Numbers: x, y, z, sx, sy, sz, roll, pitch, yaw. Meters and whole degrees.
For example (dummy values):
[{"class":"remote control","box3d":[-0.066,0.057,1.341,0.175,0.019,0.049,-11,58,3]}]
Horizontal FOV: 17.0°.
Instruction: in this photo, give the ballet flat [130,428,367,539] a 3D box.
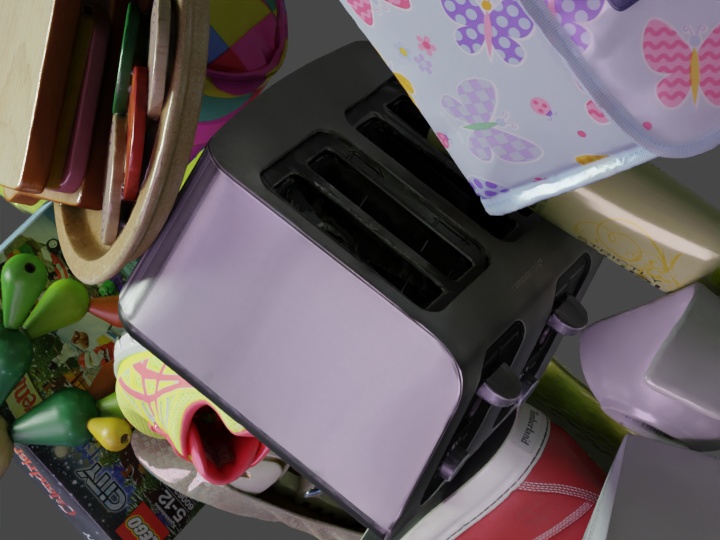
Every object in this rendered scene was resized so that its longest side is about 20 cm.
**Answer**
[{"class":"ballet flat","box3d":[-0.038,0.118,1.433,0.199,0.068,0.062,23,144,-19]}]

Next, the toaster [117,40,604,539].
[{"class":"toaster","box3d":[0.000,0.000,1.133,0.200,0.181,0.119,38,124,10]}]

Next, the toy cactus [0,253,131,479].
[{"class":"toy cactus","box3d":[-0.206,0.072,1.379,0.198,0.166,0.102,16,-163,-17]}]

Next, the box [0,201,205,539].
[{"class":"box","box3d":[-0.160,0.067,1.471,0.200,0.137,0.038,49,152,-11]}]

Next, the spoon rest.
[{"class":"spoon rest","box3d":[0.152,0.045,1.121,0.099,0.061,0.200,26,173,4]}]

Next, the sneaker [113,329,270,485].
[{"class":"sneaker","box3d":[-0.083,0.071,1.272,0.077,0.091,0.200,6,163,-19]}]

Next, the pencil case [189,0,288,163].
[{"class":"pencil case","box3d":[-0.106,-0.100,1.250,0.088,0.088,0.200,44,149,-2]}]

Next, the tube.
[{"class":"tube","box3d":[0.124,-0.026,1.104,0.199,0.058,0.052,34,108,5]}]

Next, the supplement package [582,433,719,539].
[{"class":"supplement package","box3d":[0.185,0.210,1.176,0.190,0.148,0.201,16,146,2]}]

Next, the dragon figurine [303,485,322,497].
[{"class":"dragon figurine","box3d":[-0.001,0.075,1.301,0.100,0.059,0.200,51,161,-7]}]

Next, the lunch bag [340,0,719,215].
[{"class":"lunch bag","box3d":[0.087,-0.130,0.941,0.199,0.127,0.170,-17,115,49]}]

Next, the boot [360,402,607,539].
[{"class":"boot","box3d":[0.086,0.165,1.333,0.144,0.073,0.200,36,138,-13]}]

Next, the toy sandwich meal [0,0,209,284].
[{"class":"toy sandwich meal","box3d":[-0.131,-0.091,1.101,0.070,0.207,0.205,8,160,-23]}]
